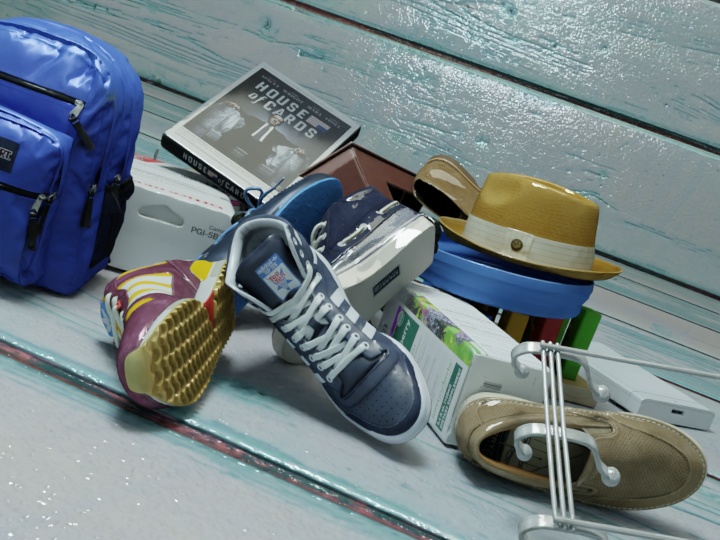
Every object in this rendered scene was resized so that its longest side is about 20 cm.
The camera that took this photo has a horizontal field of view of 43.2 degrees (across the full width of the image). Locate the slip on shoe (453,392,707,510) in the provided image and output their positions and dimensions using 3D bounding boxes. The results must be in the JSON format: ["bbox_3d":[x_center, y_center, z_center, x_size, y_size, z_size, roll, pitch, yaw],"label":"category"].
[{"bbox_3d":[0.169,0.138,0.682,0.197,0.077,0.061,16,6,-3],"label":"slip on shoe"}]

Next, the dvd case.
[{"bbox_3d":[-0.107,-0.153,1.033,0.149,0.025,0.200,34,46,7],"label":"dvd case"}]

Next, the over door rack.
[{"bbox_3d":[0.200,0.126,0.609,0.196,0.067,0.149,3,49,3],"label":"over door rack"}]

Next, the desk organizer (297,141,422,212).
[{"bbox_3d":[0.016,-0.075,1.030,0.199,0.071,0.078,11,54,-65],"label":"desk organizer"}]

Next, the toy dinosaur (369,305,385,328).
[{"bbox_3d":[0.000,0.000,0.911,0.077,0.199,0.103,37,-25,34],"label":"toy dinosaur"}]

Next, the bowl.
[{"bbox_3d":[0.143,0.003,0.951,0.197,0.040,0.201,14,11,-3],"label":"bowl"}]

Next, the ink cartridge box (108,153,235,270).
[{"bbox_3d":[-0.213,-0.058,0.940,0.145,0.084,0.200,17,11,-16],"label":"ink cartridge box"}]

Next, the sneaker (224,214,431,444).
[{"bbox_3d":[-0.030,0.039,0.671,0.201,0.070,0.108,51,4,32],"label":"sneaker"}]

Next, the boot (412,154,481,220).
[{"bbox_3d":[0.144,-0.053,1.069,0.199,0.074,0.075,37,32,5],"label":"boot"}]

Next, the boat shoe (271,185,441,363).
[{"bbox_3d":[-0.023,-0.001,0.825,0.092,0.075,0.199,35,54,31],"label":"boat shoe"}]

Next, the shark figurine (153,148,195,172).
[{"bbox_3d":[-0.235,-0.142,1.316,0.213,0.091,0.127,11,12,-46],"label":"shark figurine"}]

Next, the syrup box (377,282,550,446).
[{"bbox_3d":[0.081,0.080,0.809,0.080,0.080,0.200,15,12,-22],"label":"syrup box"}]

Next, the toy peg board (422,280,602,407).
[{"bbox_3d":[0.157,0.051,1.035,0.196,0.099,0.200,16,11,-21],"label":"toy peg board"}]

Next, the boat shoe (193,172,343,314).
[{"bbox_3d":[-0.097,-0.035,0.839,0.068,0.085,0.199,21,44,35],"label":"boat shoe"}]

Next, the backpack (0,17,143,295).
[{"bbox_3d":[-0.262,-0.098,0.737,0.160,0.203,0.168,19,11,-7],"label":"backpack"}]

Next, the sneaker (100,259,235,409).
[{"bbox_3d":[-0.148,0.043,0.640,0.088,0.076,0.200,-1,13,6],"label":"sneaker"}]

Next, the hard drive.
[{"bbox_3d":[0.318,0.131,1.120,0.130,0.027,0.200,14,12,-31],"label":"hard drive"}]

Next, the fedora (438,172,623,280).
[{"bbox_3d":[0.181,-0.052,0.943,0.197,0.083,0.201,14,10,-3],"label":"fedora"}]

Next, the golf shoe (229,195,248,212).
[{"bbox_3d":[-0.169,-0.067,1.157,0.091,0.073,0.201,-22,29,-1],"label":"golf shoe"}]
